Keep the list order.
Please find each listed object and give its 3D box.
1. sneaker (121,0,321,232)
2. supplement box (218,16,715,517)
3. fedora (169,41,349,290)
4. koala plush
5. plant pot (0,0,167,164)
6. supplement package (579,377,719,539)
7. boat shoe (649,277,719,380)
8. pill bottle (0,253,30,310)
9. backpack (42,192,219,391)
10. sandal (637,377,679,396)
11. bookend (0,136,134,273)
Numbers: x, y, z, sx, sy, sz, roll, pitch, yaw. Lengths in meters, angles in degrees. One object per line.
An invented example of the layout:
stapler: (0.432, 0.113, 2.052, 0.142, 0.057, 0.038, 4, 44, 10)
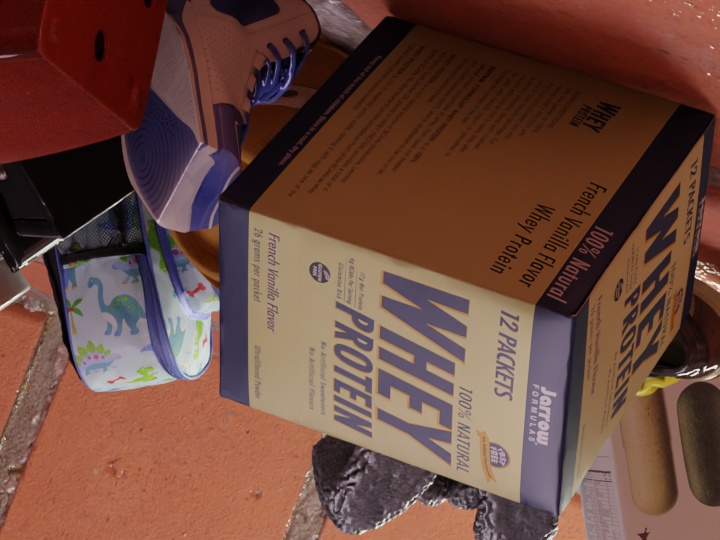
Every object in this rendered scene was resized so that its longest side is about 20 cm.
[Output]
sneaker: (-0.070, -0.111, 1.479, 0.115, 0.200, 0.081, 11, 134, -29)
supplement box: (0.057, -0.008, 1.455, 0.199, 0.200, 0.135, 18, 131, 20)
fedora: (-0.054, -0.044, 1.666, 0.200, 0.202, 0.082, 18, -154, 24)
koala plush: (0.065, 0.065, 1.904, 0.176, 0.184, 0.200, 12, -147, -16)
plant pot: (-0.195, -0.156, 1.342, 0.175, 0.201, 0.200, 7, 168, 18)
supplement package: (0.230, 0.131, 1.859, 0.151, 0.201, 0.151, -8, 177, -5)
boat shoe: (0.124, 0.006, 1.586, 0.199, 0.074, 0.065, 22, -167, 26)
pill bottle: (-0.304, -0.047, 1.787, 0.200, 0.111, 0.111, 55, 169, -2)
backpack: (-0.160, -0.014, 2.061, 0.146, 0.201, 0.183, -8, 180, 10)
sandal: (0.121, 0.023, 1.655, 0.199, 0.080, 0.087, 2, 128, 33)
bookend: (-0.198, -0.103, 1.666, 0.201, 0.092, 0.199, 60, 160, -15)
